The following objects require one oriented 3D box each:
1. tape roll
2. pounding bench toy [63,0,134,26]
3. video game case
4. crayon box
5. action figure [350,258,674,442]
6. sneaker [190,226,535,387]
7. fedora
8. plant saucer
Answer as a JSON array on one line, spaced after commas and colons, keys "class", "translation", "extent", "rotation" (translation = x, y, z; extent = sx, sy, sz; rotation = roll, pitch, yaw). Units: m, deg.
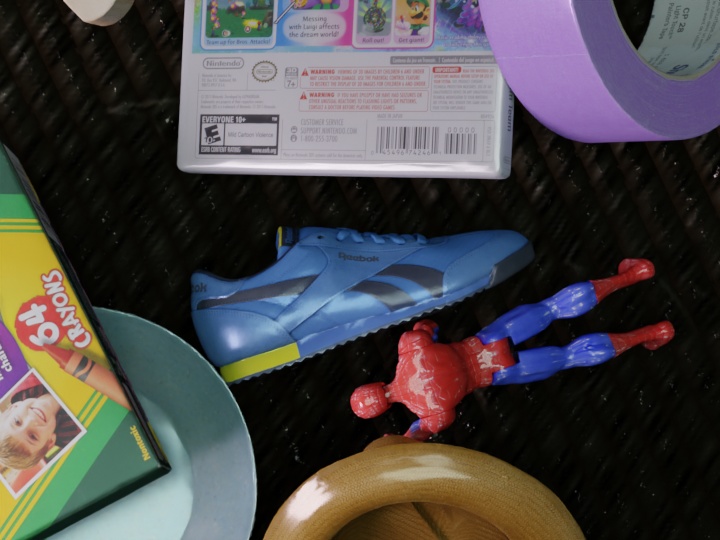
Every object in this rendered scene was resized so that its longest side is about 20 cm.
[{"class": "tape roll", "translation": [0.149, -0.172, 1.136], "extent": [0.199, 0.065, 0.202], "rotation": [-3, 94, -47]}, {"class": "pounding bench toy", "translation": [-0.174, -0.248, 1.126], "extent": [0.155, 0.124, 0.202], "rotation": [19, 87, 4]}, {"class": "video game case", "translation": [-0.007, -0.145, 1.155], "extent": [0.198, 0.024, 0.184], "rotation": [2, 88, 23]}, {"class": "crayon box", "translation": [-0.224, 0.059, 1.121], "extent": [0.172, 0.058, 0.201], "rotation": [-28, 82, -2]}, {"class": "action figure", "translation": [0.071, 0.051, 1.186], "extent": [0.199, 0.099, 0.066], "rotation": [-17, 87, -28]}, {"class": "sneaker", "translation": [0.000, 0.000, 1.174], "extent": [0.198, 0.066, 0.079], "rotation": [-18, 87, -5]}, {"class": "fedora", "translation": [0.035, 0.157, 1.146], "extent": [0.199, 0.082, 0.202], "rotation": [-1, 125, -2]}, {"class": "plant saucer", "translation": [-0.156, 0.123, 1.162], "extent": [0.199, 0.039, 0.203], "rotation": [0, 82, 0]}]
